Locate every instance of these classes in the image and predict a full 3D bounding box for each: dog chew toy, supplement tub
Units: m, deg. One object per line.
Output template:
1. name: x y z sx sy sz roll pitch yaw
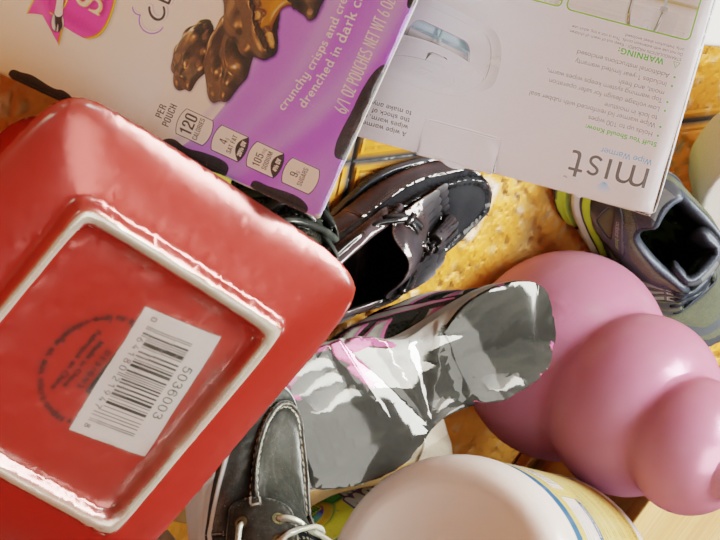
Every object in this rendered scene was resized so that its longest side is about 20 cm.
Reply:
1. dog chew toy: 0.149 0.072 1.632 0.124 0.200 0.125 -21 128 -30
2. supplement tub: 0.080 0.179 1.564 0.145 0.144 0.200 -59 156 5

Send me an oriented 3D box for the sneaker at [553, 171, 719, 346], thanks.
1. sneaker: 0.184 -0.005 1.707 0.074 0.081 0.200 -50 139 -5

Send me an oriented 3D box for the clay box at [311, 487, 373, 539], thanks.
1. clay box: -0.008 0.194 1.681 0.115 0.048 0.201 -24 131 -31

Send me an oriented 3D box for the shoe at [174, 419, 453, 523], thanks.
1. shoe: -0.034 0.101 1.584 0.199 0.070 0.054 -9 101 -35

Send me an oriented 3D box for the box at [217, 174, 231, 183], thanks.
1. box: -0.088 -0.104 1.387 0.050 0.075 0.201 -2 118 -42

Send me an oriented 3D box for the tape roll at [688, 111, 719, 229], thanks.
1. tape roll: 0.297 -0.073 1.718 0.202 0.037 0.203 -10 156 -5

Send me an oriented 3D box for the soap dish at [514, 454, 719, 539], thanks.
1. soap dish: 0.150 0.153 1.733 0.081 0.157 0.200 38 88 -33

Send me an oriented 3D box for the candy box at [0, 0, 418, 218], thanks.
1. candy box: -0.073 -0.143 1.286 0.072 0.199 0.168 -70 -176 -77

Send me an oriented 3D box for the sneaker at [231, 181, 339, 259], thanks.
1. sneaker: -0.031 -0.043 1.454 0.200 0.114 0.076 -55 140 -7

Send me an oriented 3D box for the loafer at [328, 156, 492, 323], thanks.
1. loafer: 0.000 0.000 1.547 0.199 0.063 0.072 -26 130 -29

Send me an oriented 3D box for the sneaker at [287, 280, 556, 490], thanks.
1. sneaker: 0.008 0.062 1.550 0.199 0.086 0.081 -17 101 -28

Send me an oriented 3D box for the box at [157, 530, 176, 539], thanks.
1. box: -0.191 0.146 1.416 0.200 0.124 0.098 22 100 -48

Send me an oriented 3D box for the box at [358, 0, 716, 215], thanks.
1. box: 0.069 -0.141 1.363 0.097 0.199 0.177 -72 175 -69

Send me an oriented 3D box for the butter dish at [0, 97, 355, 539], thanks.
1. butter dish: -0.142 0.011 1.323 0.199 0.148 0.200 33 101 -36

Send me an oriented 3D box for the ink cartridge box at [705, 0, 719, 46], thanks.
1. ink cartridge box: 0.161 -0.183 1.517 0.199 0.144 0.084 -2 119 -43

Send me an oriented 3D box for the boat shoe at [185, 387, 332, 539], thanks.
1. boat shoe: -0.044 0.148 1.422 0.072 0.071 0.201 25 63 -47
